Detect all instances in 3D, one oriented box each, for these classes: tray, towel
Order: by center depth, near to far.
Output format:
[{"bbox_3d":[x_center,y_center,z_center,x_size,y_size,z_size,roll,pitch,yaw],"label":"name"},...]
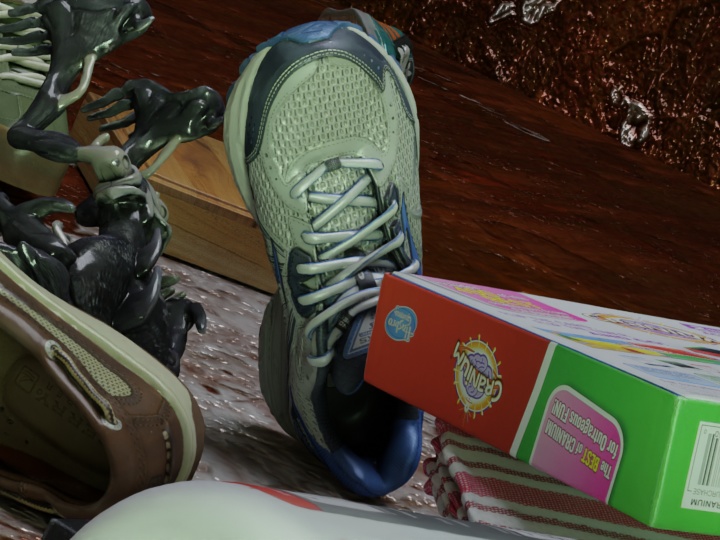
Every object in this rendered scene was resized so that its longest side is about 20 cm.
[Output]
[{"bbox_3d":[0.100,0.104,0.939,0.146,0.030,0.200,12,16,-11],"label":"towel"},{"bbox_3d":[-0.090,-0.042,1.549,0.098,0.037,0.200,21,9,-17],"label":"tray"}]

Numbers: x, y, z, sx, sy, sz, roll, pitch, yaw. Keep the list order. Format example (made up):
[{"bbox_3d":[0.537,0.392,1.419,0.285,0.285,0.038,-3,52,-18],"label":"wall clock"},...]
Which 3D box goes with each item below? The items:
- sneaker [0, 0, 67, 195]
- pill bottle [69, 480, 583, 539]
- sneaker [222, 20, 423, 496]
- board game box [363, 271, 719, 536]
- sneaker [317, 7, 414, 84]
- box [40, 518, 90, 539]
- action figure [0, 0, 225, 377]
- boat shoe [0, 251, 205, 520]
[{"bbox_3d":[-0.181,-0.109,1.473,0.067,0.090,0.200,21,10,-27],"label":"sneaker"},{"bbox_3d":[0.022,0.116,0.682,0.200,0.116,0.116,14,13,-46],"label":"pill bottle"},{"bbox_3d":[0.000,0.000,1.124,0.077,0.200,0.085,-16,36,-11],"label":"sneaker"},{"bbox_3d":[0.112,0.048,0.978,0.153,0.040,0.200,10,6,-26],"label":"board game box"},{"bbox_3d":[0.013,-0.173,2.440,0.080,0.072,0.200,17,9,-14],"label":"sneaker"},{"bbox_3d":[0.012,0.121,0.878,0.143,0.036,0.200,30,12,32],"label":"box"},{"bbox_3d":[-0.109,-0.004,1.090,0.119,0.102,0.200,46,35,-33],"label":"action figure"},{"bbox_3d":[-0.147,0.017,0.959,0.202,0.075,0.075,26,15,10],"label":"boat shoe"}]
